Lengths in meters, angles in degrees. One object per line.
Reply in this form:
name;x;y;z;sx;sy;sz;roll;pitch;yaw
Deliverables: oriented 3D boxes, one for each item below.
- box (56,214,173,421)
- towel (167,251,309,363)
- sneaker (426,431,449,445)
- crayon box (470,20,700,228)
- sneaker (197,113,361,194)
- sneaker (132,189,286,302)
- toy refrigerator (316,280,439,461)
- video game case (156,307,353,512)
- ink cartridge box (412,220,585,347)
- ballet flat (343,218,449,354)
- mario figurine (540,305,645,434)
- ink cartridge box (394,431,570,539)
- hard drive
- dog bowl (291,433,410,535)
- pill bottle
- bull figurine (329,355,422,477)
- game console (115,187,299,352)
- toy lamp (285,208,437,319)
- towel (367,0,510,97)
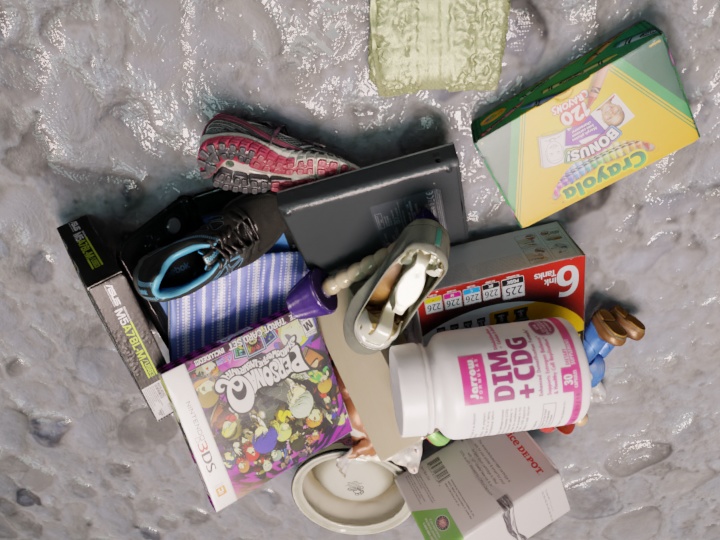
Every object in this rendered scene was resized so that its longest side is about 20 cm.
box;-0.295;0.056;0.753;0.047;0.192;0.204;-26;124;-20
towel;-0.137;0.050;0.759;0.196;0.024;0.148;-5;113;-27
sneaker;0.074;0.151;0.855;0.084;0.077;0.201;-42;109;-10
crayon box;0.229;-0.146;0.640;0.197;0.059;0.119;-28;117;21
sneaker;-0.078;-0.124;0.679;0.196;0.076;0.081;15;135;-21
sneaker;-0.151;-0.023;0.673;0.198;0.081;0.074;-36;110;-19
toy refrigerator;0.024;0.120;0.761;0.076;0.069;0.203;-37;72;33
video game case;-0.121;0.160;0.746;0.197;0.036;0.185;-24;105;-25
ink cartridge box;0.164;0.056;0.746;0.195;0.084;0.179;-13;123;0
ballet flat;0.030;0.035;0.642;0.066;0.064;0.202;22;126;-10
mario figurine;0.297;0.148;0.800;0.121;0.107;0.202;18;125;-11
ink cartridge box;0.168;0.312;0.857;0.197;0.146;0.085;-29;121;-5
hard drive;0.019;-0.060;0.691;0.195;0.033;0.140;-15;145;6
dog bowl;-0.008;0.324;0.965;0.195;0.074;0.204;2;124;3
pill bottle;0.134;0.119;0.662;0.195;0.114;0.116;-7;124;-4
bull figurine;-0.001;0.213;0.853;0.121;0.065;0.202;-36;90;-13
game console;-0.165;0.012;0.751;0.114;0.176;0.203;6;129;36
toy lamp;0.000;0.000;0.691;0.198;0.059;0.058;-29;117;24
towel;0.075;-0.271;0.586;0.144;0.037;0.204;-1;123;5
